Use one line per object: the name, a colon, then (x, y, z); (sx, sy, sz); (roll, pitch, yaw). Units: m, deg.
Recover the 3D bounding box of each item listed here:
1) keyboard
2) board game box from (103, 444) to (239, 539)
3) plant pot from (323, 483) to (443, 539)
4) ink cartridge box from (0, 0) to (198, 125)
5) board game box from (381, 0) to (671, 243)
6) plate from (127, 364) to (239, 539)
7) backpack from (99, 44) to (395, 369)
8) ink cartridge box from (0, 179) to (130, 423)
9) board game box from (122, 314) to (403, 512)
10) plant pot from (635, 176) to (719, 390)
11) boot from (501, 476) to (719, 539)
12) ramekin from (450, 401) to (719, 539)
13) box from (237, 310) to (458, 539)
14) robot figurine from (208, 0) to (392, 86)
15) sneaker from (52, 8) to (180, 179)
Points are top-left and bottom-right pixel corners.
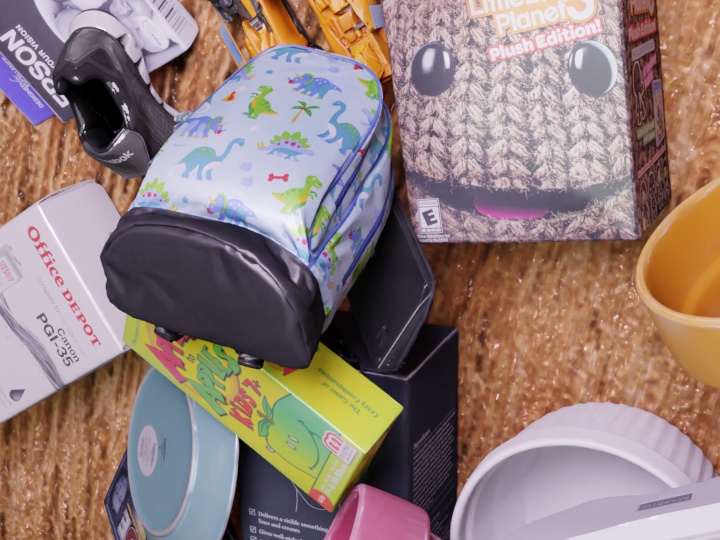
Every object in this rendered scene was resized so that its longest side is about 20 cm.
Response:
keyboard: (0.000, 0.000, 0.868); (0.020, 0.200, 0.127); (18, 120, -27)
board game box: (-0.160, 0.224, 1.025); (0.136, 0.034, 0.200); (-63, 38, 28)
plant pot: (0.041, 0.267, 0.809); (0.178, 0.200, 0.201); (23, 117, -1)
ink cartridge box: (-0.262, -0.215, 0.946); (0.199, 0.044, 0.198); (-23, 121, 31)
board game box: (0.111, -0.127, 0.803); (0.158, 0.097, 0.201); (-1, 107, 26)
plate: (-0.151, 0.142, 0.966); (0.200, 0.025, 0.202); (-11, 77, 57)
backpack: (-0.054, -0.052, 0.791); (0.162, 0.200, 0.155); (17, 126, 26)
ink cartridge box: (-0.283, 0.032, 1.057); (0.199, 0.083, 0.147); (-29, 93, 31)
board game box: (-0.073, 0.071, 0.844); (0.200, 0.048, 0.102); (38, 145, 10)
plant pot: (0.295, 0.042, 0.730); (0.199, 0.200, 0.184); (-19, 113, 30)
boot: (0.189, 0.194, 0.767); (0.199, 0.073, 0.096); (-18, 93, 29)
ramekin: (0.174, 0.191, 0.878); (0.199, 0.105, 0.202); (8, 111, 22)
box: (-0.010, 0.144, 0.949); (0.147, 0.107, 0.201); (8, 111, 24)
robot figurine: (-0.056, -0.207, 0.879); (0.145, 0.058, 0.201); (-30, 94, 30)
sneaker: (-0.168, -0.097, 0.928); (0.066, 0.091, 0.200); (-20, 120, 30)
